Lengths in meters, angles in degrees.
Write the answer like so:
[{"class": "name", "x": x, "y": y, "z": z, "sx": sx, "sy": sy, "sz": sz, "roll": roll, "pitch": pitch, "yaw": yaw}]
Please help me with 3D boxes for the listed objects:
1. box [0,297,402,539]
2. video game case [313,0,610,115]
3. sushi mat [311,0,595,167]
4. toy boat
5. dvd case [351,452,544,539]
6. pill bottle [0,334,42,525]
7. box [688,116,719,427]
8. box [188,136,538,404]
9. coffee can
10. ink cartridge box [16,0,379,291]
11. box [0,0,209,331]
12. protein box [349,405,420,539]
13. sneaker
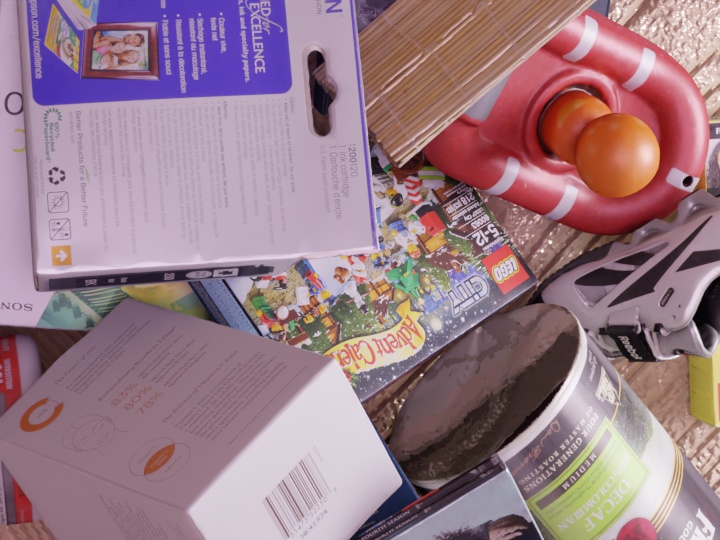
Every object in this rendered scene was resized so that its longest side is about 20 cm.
[{"class": "box", "x": -0.096, "y": 0.105, "z": 1.294, "sx": 0.124, "sy": 0.199, "sz": 0.098, "roll": -45, "pitch": 125, "yaw": -25}, {"class": "video game case", "x": 0.069, "y": -0.173, "z": 1.419, "sx": 0.198, "sy": 0.019, "sz": 0.144, "roll": -9, "pitch": 122, "yaw": -25}, {"class": "sushi mat", "x": 0.071, "y": -0.153, "z": 1.361, "sx": 0.200, "sy": 0.096, "sz": 0.012, "roll": -40, "pitch": 144, "yaw": 0}, {"class": "toy boat", "x": 0.139, "y": -0.085, "z": 1.412, "sx": 0.199, "sy": 0.131, "sz": 0.131, "roll": 20, "pitch": 105, "yaw": -36}, {"class": "dvd case", "x": 0.021, "y": 0.207, "z": 1.286, "sx": 0.199, "sy": 0.022, "sz": 0.147, "roll": -29, "pitch": 123, "yaw": -3}, {"class": "pill bottle", "x": -0.290, "y": 0.105, "z": 1.388, "sx": 0.198, "sy": 0.116, "sz": 0.117, "roll": -6, "pitch": 98, "yaw": -10}, {"class": "box", "x": 0.254, "y": -0.002, "z": 1.507, "sx": 0.075, "sy": 0.050, "sz": 0.202, "roll": -3, "pitch": 98, "yaw": -11}, {"class": "box", "x": 0.000, "y": 0.000, "z": 1.401, "sx": 0.199, "sy": 0.038, "sz": 0.137, "roll": -32, "pitch": 84, "yaw": -37}, {"class": "coffee can", "x": 0.133, "y": 0.142, "z": 1.434, "sx": 0.146, "sy": 0.146, "sz": 0.200, "roll": -42, "pitch": 114, "yaw": -3}, {"class": "ink cartridge box", "x": -0.097, "y": -0.094, "z": 1.327, "sx": 0.198, "sy": 0.043, "sz": 0.200, "roll": -4, "pitch": 79, "yaw": -7}, {"class": "box", "x": -0.155, "y": -0.062, "z": 1.384, "sx": 0.143, "sy": 0.036, "sz": 0.202, "roll": 4, "pitch": 98, "yaw": -10}, {"class": "protein box", "x": -0.055, "y": 0.190, "z": 1.381, "sx": 0.197, "sy": 0.200, "sz": 0.136, "roll": -25, "pitch": 122, "yaw": -6}, {"class": "sneaker", "x": 0.181, "y": 0.026, "z": 1.446, "sx": 0.199, "sy": 0.089, "sz": 0.074, "roll": -35, "pitch": 143, "yaw": 25}]
